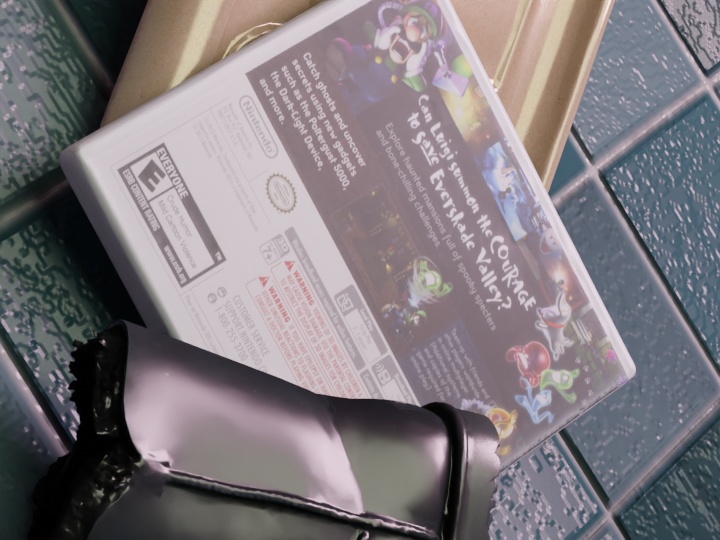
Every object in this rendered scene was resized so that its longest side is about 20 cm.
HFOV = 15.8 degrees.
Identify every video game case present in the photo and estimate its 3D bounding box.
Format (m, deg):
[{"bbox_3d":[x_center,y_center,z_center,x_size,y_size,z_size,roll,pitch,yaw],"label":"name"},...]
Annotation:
[{"bbox_3d":[0.000,0.000,1.031,0.182,0.023,0.200,-33,100,-28],"label":"video game case"}]

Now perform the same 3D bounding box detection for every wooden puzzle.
[{"bbox_3d":[-0.001,-0.089,1.083,0.200,0.046,0.186,27,76,-30],"label":"wooden puzzle"}]

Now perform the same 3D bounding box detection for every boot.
[{"bbox_3d":[-0.042,0.128,0.943,0.168,0.076,0.201,12,79,-23],"label":"boot"}]
